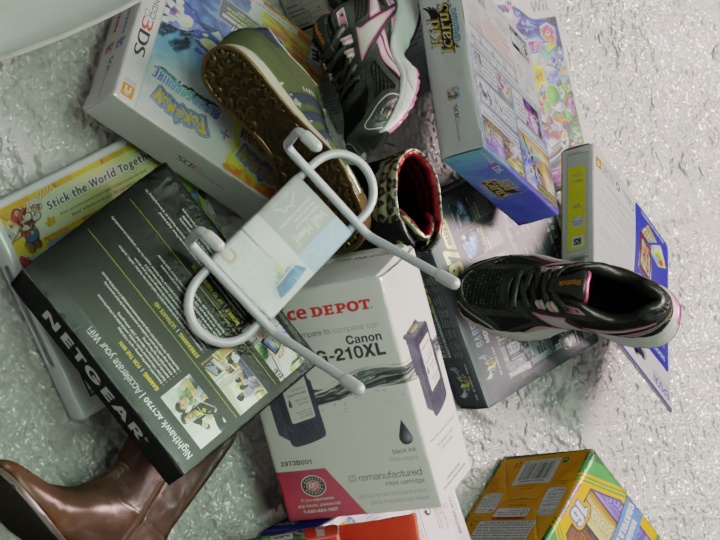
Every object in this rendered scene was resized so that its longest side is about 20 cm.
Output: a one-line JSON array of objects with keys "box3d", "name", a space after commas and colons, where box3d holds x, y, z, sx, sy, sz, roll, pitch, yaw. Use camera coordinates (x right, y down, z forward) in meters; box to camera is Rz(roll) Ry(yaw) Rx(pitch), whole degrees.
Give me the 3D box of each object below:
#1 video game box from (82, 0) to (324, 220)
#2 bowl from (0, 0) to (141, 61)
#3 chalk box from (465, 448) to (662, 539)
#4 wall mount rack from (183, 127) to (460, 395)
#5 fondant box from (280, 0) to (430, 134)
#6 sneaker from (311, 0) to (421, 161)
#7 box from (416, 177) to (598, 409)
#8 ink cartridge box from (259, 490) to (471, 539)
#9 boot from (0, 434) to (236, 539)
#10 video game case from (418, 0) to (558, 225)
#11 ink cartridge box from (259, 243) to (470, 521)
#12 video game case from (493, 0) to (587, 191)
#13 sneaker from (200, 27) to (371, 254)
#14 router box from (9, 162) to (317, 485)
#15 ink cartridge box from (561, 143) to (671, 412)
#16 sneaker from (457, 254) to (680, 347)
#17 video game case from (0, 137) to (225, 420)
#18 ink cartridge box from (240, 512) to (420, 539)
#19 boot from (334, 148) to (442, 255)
[{"box3d": [-0.123, -0.161, 1.490, 0.200, 0.047, 0.183, 33, 54, -33], "name": "video game box"}, {"box3d": [-0.258, -0.273, 1.345, 0.199, 0.075, 0.201, -23, 102, -1], "name": "bowl"}, {"box3d": [0.202, 0.282, 1.668, 0.200, 0.124, 0.124, 52, 54, -21], "name": "chalk box"}, {"box3d": [-0.032, -0.004, 1.358, 0.174, 0.075, 0.200, 46, 69, -5], "name": "wall mount rack"}, {"box3d": [0.004, -0.246, 1.625, 0.144, 0.058, 0.201, -34, 106, -39], "name": "fondant box"}, {"box3d": [-0.005, -0.177, 1.511, 0.086, 0.080, 0.201, 26, 38, -20], "name": "sneaker"}, {"box3d": [0.128, 0.009, 1.687, 0.157, 0.051, 0.201, -28, 101, -34], "name": "box"}, {"box3d": [0.003, 0.258, 1.529, 0.199, 0.076, 0.137, -23, 97, -42], "name": "ink cartridge box"}, {"box3d": [-0.187, 0.137, 1.388, 0.201, 0.064, 0.187, -58, 133, -27], "name": "boot"}, {"box3d": [0.113, -0.155, 1.592, 0.200, 0.045, 0.183, 33, 45, -61], "name": "video game case"}, {"box3d": [-0.008, 0.093, 1.466, 0.084, 0.144, 0.201, -39, 117, -62], "name": "ink cartridge box"}, {"box3d": [0.163, -0.174, 1.779, 0.143, 0.018, 0.202, -15, 93, -41], "name": "video game case"}, {"box3d": [-0.047, -0.116, 1.462, 0.201, 0.067, 0.090, 54, 30, -14], "name": "sneaker"}, {"box3d": [-0.149, 0.040, 1.374, 0.149, 0.051, 0.200, -39, 92, -27], "name": "router box"}, {"box3d": [0.252, 0.012, 1.751, 0.198, 0.047, 0.201, 47, 41, -46], "name": "ink cartridge box"}, {"box3d": [0.183, 0.017, 1.580, 0.086, 0.198, 0.081, 56, 38, -71], "name": "sneaker"}, {"box3d": [-0.191, -0.005, 1.438, 0.200, 0.023, 0.183, -32, 104, -39], "name": "video game case"}, {"box3d": [-0.043, 0.266, 1.431, 0.198, 0.050, 0.110, -9, 92, -3], "name": "ink cartridge box"}, {"box3d": [-0.001, -0.001, 1.515, 0.073, 0.153, 0.205, 5, 80, -41], "name": "boot"}]
